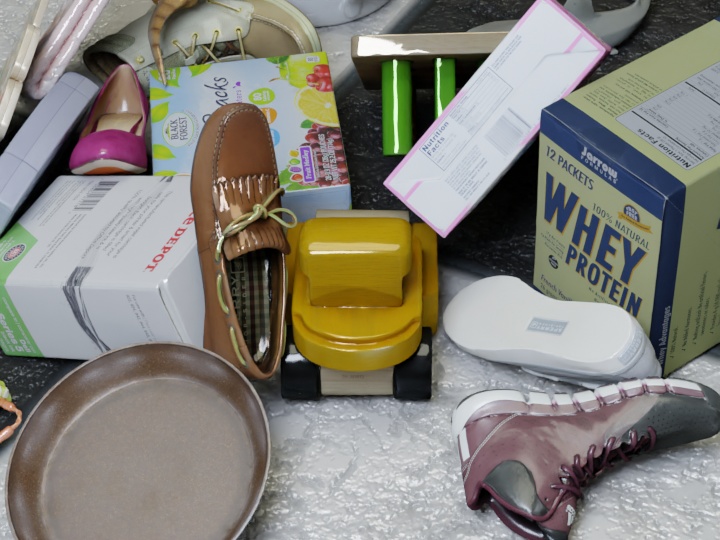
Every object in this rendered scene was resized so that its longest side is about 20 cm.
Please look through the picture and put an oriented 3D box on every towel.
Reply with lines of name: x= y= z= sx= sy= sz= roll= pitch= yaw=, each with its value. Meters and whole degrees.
towel: x=-0.258 y=-0.240 z=1.549 sx=0.191 sy=0.032 sz=0.200 roll=-58 pitch=15 yaw=-2

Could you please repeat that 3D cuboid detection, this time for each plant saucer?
plant saucer: x=-0.157 y=0.146 z=1.218 sx=0.199 sy=0.032 sz=0.201 roll=-7 pitch=57 yaw=11

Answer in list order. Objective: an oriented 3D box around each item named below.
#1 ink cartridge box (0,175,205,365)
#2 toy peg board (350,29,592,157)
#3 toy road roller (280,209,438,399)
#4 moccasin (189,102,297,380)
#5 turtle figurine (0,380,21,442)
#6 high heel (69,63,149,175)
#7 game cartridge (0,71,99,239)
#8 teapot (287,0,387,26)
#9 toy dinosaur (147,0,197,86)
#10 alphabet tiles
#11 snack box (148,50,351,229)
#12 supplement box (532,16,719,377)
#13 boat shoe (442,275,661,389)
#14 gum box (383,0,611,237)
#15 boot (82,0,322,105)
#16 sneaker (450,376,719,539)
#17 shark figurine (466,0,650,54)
ink cartridge box: x=-0.186 y=-0.003 z=1.345 sx=0.199 sy=0.084 sz=0.146 roll=2 pitch=39 yaw=32
toy peg board: x=0.097 y=-0.143 z=1.480 sx=0.199 sy=0.098 sz=0.199 roll=-1 pitch=-2 yaw=3
toy road roller: x=0.000 y=0.000 z=1.312 sx=0.122 sy=0.146 sz=0.201 roll=1 pitch=42 yaw=1
moccasin: x=-0.083 y=-0.021 z=1.240 sx=0.073 sy=0.203 sz=0.078 roll=1 pitch=3 yaw=-36
turtle figurine: x=-0.368 y=0.086 z=1.311 sx=0.199 sy=0.065 sz=0.162 roll=-12 pitch=42 yaw=-8
high heel: x=-0.214 y=-0.131 z=1.445 sx=0.067 sy=0.097 sz=0.200 roll=-1 pitch=5 yaw=-7
game cartridge: x=-0.285 y=-0.083 z=1.433 sx=0.040 sy=0.133 sz=0.200 roll=35 pitch=36 yaw=-10
teapot: x=-0.045 y=-0.348 z=1.706 sx=0.199 sy=0.147 sz=0.198 roll=13 pitch=45 yaw=18
toy dinosaur: x=-0.170 y=-0.260 z=1.583 sx=0.106 sy=0.061 sz=0.200 roll=17 pitch=48 yaw=28
alphabet tiles: x=-0.312 y=-0.148 z=1.475 sx=0.015 sy=0.200 sz=0.196 roll=20 pitch=79 yaw=-16
snack box: x=-0.100 y=-0.105 z=1.499 sx=0.168 sy=0.068 sz=0.200 roll=-6 pitch=41 yaw=-3
supplement box: x=0.253 y=-0.055 z=1.315 sx=0.199 sy=0.201 sz=0.134 roll=-28 pitch=48 yaw=-25
boat shoe: x=0.147 y=0.053 z=1.299 sx=0.199 sy=0.069 sz=0.072 roll=4 pitch=55 yaw=47
gum box: x=0.106 y=-0.118 z=1.332 sx=0.066 sy=0.200 sz=0.113 roll=42 pitch=12 yaw=3
boot: x=-0.150 y=-0.208 z=1.615 sx=0.199 sy=0.072 sz=0.155 roll=23 pitch=48 yaw=34
sneaker: x=0.165 y=0.144 z=1.211 sx=0.199 sy=0.076 sz=0.116 roll=-5 pitch=51 yaw=7
shark figurine: x=0.222 y=-0.249 z=1.620 sx=0.214 sy=0.090 sz=0.128 roll=-25 pitch=48 yaw=-19
